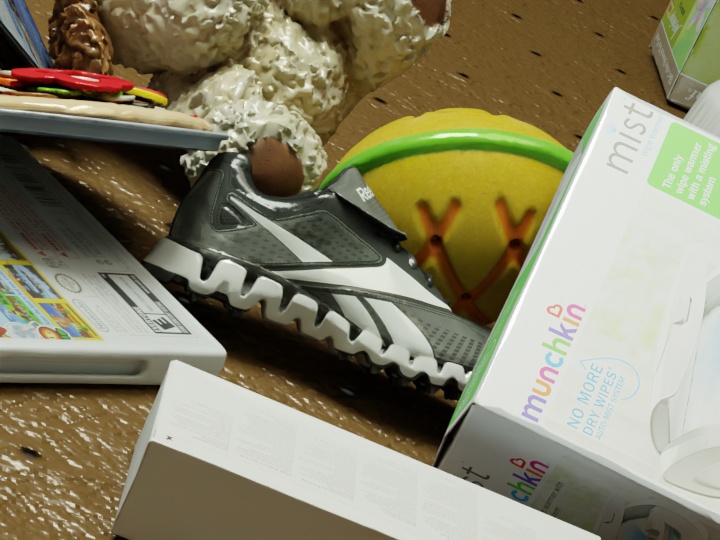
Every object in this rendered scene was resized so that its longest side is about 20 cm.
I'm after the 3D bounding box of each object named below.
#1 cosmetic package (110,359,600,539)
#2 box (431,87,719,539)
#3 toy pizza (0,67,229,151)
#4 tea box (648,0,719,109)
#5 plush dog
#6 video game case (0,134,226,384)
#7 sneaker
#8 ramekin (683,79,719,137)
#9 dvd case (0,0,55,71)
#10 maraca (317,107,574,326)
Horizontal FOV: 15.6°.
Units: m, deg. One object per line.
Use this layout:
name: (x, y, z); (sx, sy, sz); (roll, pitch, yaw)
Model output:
cosmetic package: (0.001, 0.110, 1.076); (0.199, 0.051, 0.083); (23, 18, -6)
box: (0.149, 0.045, 1.217); (0.176, 0.097, 0.200); (27, 56, 1)
toy pizza: (-0.161, -0.081, 1.257); (0.199, 0.032, 0.200); (5, 2, 0)
tea box: (0.359, -0.199, 2.040); (0.199, 0.197, 0.134); (22, 21, -10)
plush dog: (-0.076, -0.134, 1.415); (0.172, 0.200, 0.160); (45, -21, -16)
video game case: (-0.184, -0.011, 1.197); (0.181, 0.023, 0.200); (4, 30, -46)
sneaker: (0.000, 0.000, 1.268); (0.199, 0.091, 0.066); (22, -3, -6)
ramekin: (0.294, -0.054, 1.757); (0.202, 0.095, 0.203); (22, 21, -9)
dvd case: (-0.201, -0.161, 1.334); (0.143, 0.017, 0.200); (64, 1, 17)
maraca: (0.072, -0.026, 1.359); (0.199, 0.137, 0.107); (2, 56, -7)
